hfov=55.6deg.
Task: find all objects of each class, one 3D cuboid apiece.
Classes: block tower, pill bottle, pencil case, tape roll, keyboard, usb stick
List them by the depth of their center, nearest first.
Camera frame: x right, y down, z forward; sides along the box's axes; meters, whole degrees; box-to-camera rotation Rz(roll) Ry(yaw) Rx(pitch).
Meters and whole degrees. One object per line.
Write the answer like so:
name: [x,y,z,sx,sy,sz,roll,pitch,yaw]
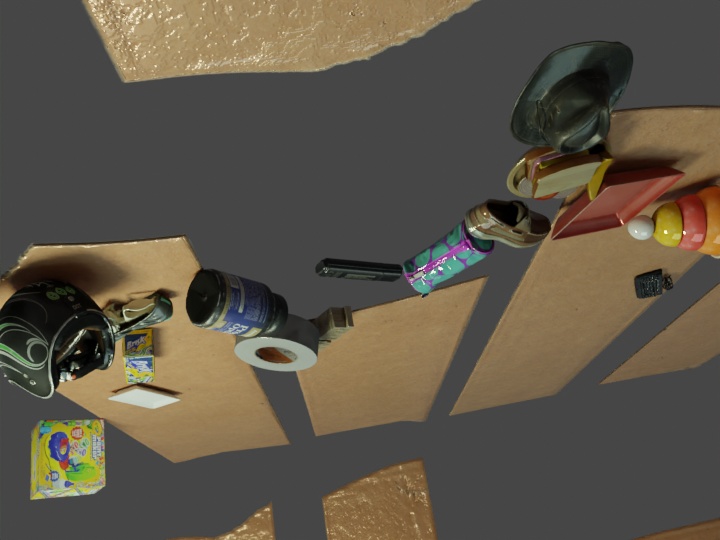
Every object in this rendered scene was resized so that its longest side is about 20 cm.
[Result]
pill bottle: [-0.240,0.071,1.361,0.110,0.115,0.198,-26,152,31]
pencil case: [0.173,-0.026,1.364,0.092,0.086,0.199,-28,174,-46]
usb stick: [0.000,0.000,1.414,0.195,0.034,0.055,4,159,-32]
tape roll: [-0.194,0.169,1.602,0.194,0.068,0.202,4,151,2]
block tower: [-0.092,0.150,1.679,0.057,0.055,0.199,5,151,-35]
keyboard: [0.815,0.049,1.888,0.102,0.041,0.199,-19,156,19]

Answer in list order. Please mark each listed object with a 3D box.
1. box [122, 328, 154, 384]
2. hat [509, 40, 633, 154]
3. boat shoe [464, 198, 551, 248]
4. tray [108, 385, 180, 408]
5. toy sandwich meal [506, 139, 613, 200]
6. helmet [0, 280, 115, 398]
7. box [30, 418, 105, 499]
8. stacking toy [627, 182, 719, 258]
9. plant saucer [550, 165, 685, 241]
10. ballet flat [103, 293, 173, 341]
box: [-0.515,0.203,1.590,0.068,0.066,0.201,-3,156,-17]
hat: [0.309,-0.222,0.969,0.194,0.083,0.203,-11,148,-6]
boat shoe: [0.290,-0.093,1.288,0.195,0.078,0.072,1,152,-30]
tray: [-0.614,0.359,1.949,0.105,0.023,0.200,-20,155,16]
toy sandwich meal: [0.343,-0.161,1.160,0.199,0.072,0.206,-10,156,-4]
helmet: [-0.555,0.119,1.220,0.186,0.205,0.200,16,169,26]
box: [-0.884,0.567,2.064,0.189,0.205,0.121,7,151,-37]
stacking toy: [0.638,-0.096,1.378,0.193,0.150,0.147,-2,157,5]
plant saucer: [0.481,-0.133,1.304,0.194,0.038,0.201,-11,157,-23]
ballet flat: [-0.474,0.093,1.373,0.195,0.069,0.069,-24,146,2]
